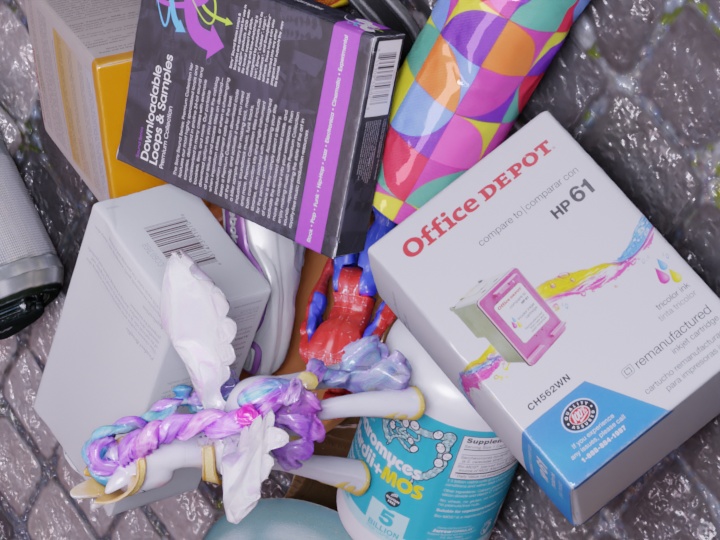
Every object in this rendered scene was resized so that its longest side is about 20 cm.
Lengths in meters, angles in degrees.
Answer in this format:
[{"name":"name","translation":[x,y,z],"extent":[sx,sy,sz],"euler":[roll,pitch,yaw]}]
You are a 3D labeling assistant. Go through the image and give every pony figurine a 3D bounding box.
[{"name":"pony figurine","translation":[-0.067,0.091,1.502],"extent":[0.193,0.199,0.167],"euler":[-56,46,50]}]

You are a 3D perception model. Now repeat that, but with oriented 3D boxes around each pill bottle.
[{"name":"pill bottle","translation":[0.058,0.096,1.599],"extent":[0.111,0.111,0.201],"euler":[41,132,29]}]

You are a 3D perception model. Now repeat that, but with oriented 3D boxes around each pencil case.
[{"name":"pencil case","translation":[0.066,-0.118,1.497],"extent":[0.088,0.088,0.200],"euler":[46,124,25]}]

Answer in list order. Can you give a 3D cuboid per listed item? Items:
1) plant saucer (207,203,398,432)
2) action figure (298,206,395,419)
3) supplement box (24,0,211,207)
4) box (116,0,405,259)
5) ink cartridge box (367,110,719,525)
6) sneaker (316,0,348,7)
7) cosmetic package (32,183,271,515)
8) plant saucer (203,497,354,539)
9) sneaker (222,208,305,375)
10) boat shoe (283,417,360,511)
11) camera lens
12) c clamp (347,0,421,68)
[{"name":"plant saucer","translation":[-0.070,0.024,1.686],"extent":[0.199,0.037,0.201],"euler":[-5,77,22]},{"name":"action figure","translation":[0.000,0.000,1.615],"extent":[0.065,0.052,0.201],"euler":[10,85,23]},{"name":"supplement box","translation":[-0.175,-0.129,1.732],"extent":[0.200,0.073,0.127],"euler":[-132,32,-56]},{"name":"box","translation":[-0.067,-0.109,1.534],"extent":[0.199,0.036,0.144],"euler":[24,113,34]},{"name":"ink cartridge box","translation":[0.120,0.027,1.464],"extent":[0.200,0.144,0.085],"euler":[49,172,23]},{"name":"sneaker","translation":[-0.073,-0.249,1.627],"extent":[0.200,0.073,0.077],"euler":[47,132,24]},{"name":"cosmetic package","translation":[-0.143,0.054,1.624],"extent":[0.113,0.081,0.200],"euler":[52,139,29]},{"name":"plant saucer","translation":[-0.036,0.253,1.697],"extent":[0.199,0.027,0.201],"euler":[14,122,24]},{"name":"sneaker","translation":[-0.051,-0.028,1.626],"extent":[0.075,0.099,0.201],"euler":[17,111,45]},{"name":"boat shoe","translation":[-0.013,0.145,1.749],"extent":[0.073,0.063,0.201],"euler":[18,125,13]},{"name":"camera lens","translation":[-0.342,-0.035,1.951],"extent":[0.160,0.160,0.201],"euler":[-32,81,49]},{"name":"c clamp","translation":[-0.038,-0.175,1.592],"extent":[0.171,0.027,0.200],"euler":[41,147,-11]}]
